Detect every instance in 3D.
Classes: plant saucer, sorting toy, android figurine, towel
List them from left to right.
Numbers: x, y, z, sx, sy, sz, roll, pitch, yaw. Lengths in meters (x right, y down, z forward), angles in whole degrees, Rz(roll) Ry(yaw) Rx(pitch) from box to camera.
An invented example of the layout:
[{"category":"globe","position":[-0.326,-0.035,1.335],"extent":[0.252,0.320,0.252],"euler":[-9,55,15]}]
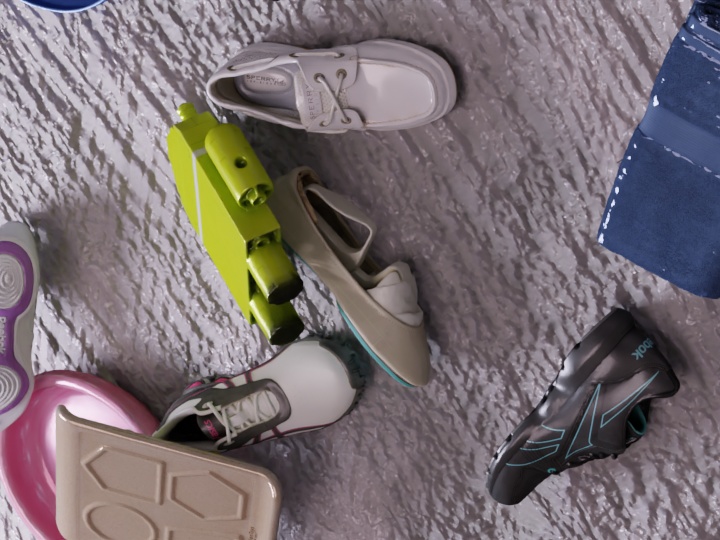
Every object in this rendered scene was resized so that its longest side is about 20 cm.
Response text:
[{"category":"plant saucer","position":[-0.233,0.175,1.912],"extent":[0.200,0.051,0.201],"euler":[15,120,28]},{"category":"sorting toy","position":[-0.161,0.192,1.797],"extent":[0.200,0.036,0.185],"euler":[18,141,7]},{"category":"android figurine","position":[-0.099,-0.042,1.675],"extent":[0.200,0.041,0.182],"euler":[60,164,30]},{"category":"towel","position":[0.242,-0.083,1.477],"extent":[0.112,0.049,0.200],"euler":[32,125,17]}]

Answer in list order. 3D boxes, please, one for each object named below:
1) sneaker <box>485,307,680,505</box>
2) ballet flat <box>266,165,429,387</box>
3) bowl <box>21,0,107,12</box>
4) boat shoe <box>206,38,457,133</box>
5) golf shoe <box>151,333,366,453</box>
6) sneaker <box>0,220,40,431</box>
[{"category":"sneaker","position":[0.162,0.119,1.610],"extent":[0.079,0.075,0.200],"euler":[40,128,8]},{"category":"ballet flat","position":[0.000,0.000,1.670],"extent":[0.200,0.069,0.069],"euler":[49,129,4]},{"category":"bowl","position":[-0.241,-0.304,1.694],"extent":[0.200,0.039,0.201],"euler":[14,119,28]},{"category":"boat shoe","position":[-0.025,-0.131,1.615],"extent":[0.200,0.069,0.071],"euler":[3,112,32]},{"category":"golf shoe","position":[-0.083,0.114,1.762],"extent":[0.200,0.088,0.077],"euler":[-23,97,37]},{"category":"sneaker","position":[-0.311,0.051,1.876],"extent":[0.075,0.100,0.200],"euler":[13,111,-8]}]
